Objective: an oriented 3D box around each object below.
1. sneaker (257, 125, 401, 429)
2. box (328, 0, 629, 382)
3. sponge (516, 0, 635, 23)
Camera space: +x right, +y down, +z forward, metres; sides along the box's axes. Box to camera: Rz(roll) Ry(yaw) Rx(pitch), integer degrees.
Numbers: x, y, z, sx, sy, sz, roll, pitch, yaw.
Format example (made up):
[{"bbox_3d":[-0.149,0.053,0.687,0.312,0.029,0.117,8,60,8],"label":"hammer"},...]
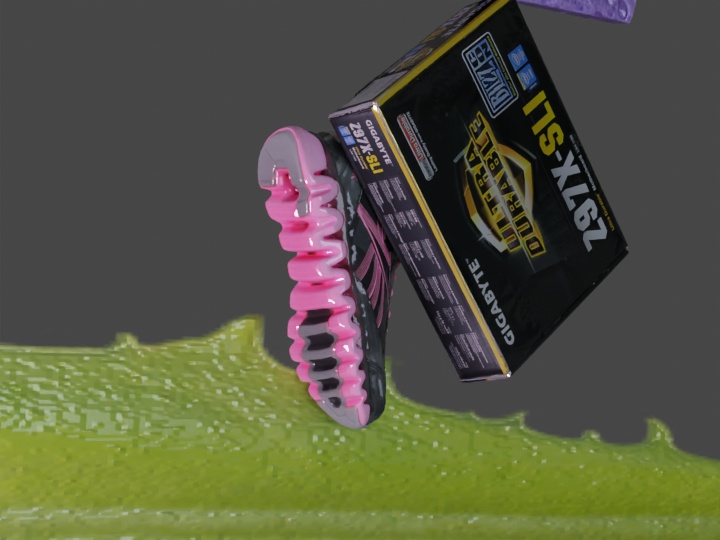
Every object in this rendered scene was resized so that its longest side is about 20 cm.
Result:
[{"bbox_3d":[0.000,0.000,1.312,0.095,0.079,0.201,-16,103,-35],"label":"sneaker"},{"bbox_3d":[0.081,-0.054,1.323,0.160,0.049,0.201,-42,112,-42],"label":"box"},{"bbox_3d":[0.100,-0.234,1.354,0.199,0.030,0.112,7,92,-26],"label":"sponge"}]
